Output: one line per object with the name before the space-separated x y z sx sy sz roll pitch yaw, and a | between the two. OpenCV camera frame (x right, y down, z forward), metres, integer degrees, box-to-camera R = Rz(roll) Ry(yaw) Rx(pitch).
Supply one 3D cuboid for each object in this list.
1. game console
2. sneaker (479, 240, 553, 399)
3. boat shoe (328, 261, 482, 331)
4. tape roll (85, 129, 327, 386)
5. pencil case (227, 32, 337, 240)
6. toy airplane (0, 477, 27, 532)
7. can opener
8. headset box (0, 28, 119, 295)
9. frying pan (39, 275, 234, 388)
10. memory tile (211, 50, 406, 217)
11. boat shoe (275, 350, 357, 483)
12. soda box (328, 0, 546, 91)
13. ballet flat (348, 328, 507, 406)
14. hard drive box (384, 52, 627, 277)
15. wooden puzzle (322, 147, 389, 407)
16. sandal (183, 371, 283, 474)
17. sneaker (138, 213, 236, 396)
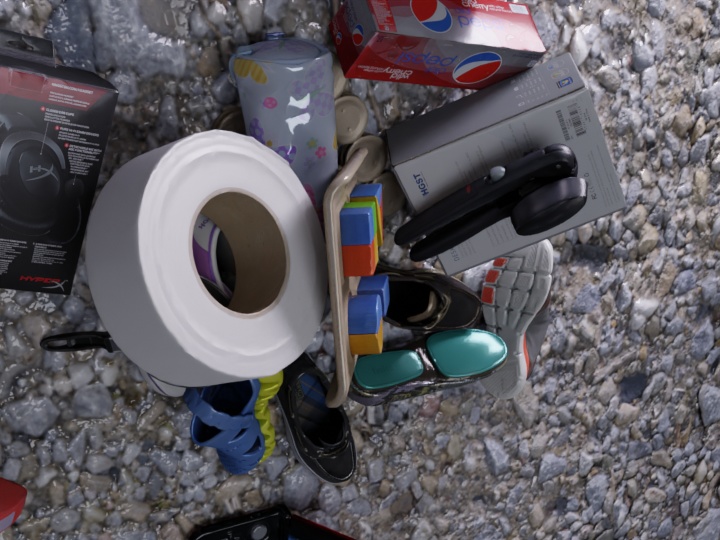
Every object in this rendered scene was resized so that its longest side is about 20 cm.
game console | -0.093 0.378 1.122 0.172 0.119 0.200 -10 116 -28
sneaker | 0.188 0.048 1.186 0.082 0.077 0.200 -18 125 -55
boat shoe | 0.057 0.037 1.083 0.200 0.073 0.075 11 106 -35
tape roll | -0.118 -0.009 0.817 0.202 0.071 0.203 16 69 -45
pencil case | -0.065 -0.108 0.914 0.091 0.083 0.200 -12 118 -17
toy airplane | -0.405 0.203 0.832 0.199 0.141 0.200 -25 141 5
can opener | 0.119 -0.063 0.964 0.200 0.079 0.063 -20 120 27
headset box | -0.290 -0.091 0.808 0.149 0.077 0.200 7 107 -34
frying pan | -0.194 0.047 0.887 0.190 0.031 0.115 13 114 4
memory tile | -0.046 -0.102 0.991 0.153 0.017 0.200 -38 127 -11
boat shoe | -0.041 0.166 1.087 0.070 0.066 0.200 -29 124 -17
soda box | 0.075 -0.220 0.965 0.200 0.064 0.070 -1 153 -32
ballet flat | 0.068 0.110 1.135 0.200 0.072 0.072 -9 116 -24
hard drive box | 0.147 -0.103 1.020 0.200 0.077 0.156 -21 127 11
wooden puzzle | 0.000 0.000 0.907 0.046 0.185 0.200 2 105 5
sandal | -0.131 0.141 0.982 0.087 0.079 0.200 -34 151 -30
sneaker | -0.150 0.040 0.925 0.073 0.114 0.201 -25 127 -46
